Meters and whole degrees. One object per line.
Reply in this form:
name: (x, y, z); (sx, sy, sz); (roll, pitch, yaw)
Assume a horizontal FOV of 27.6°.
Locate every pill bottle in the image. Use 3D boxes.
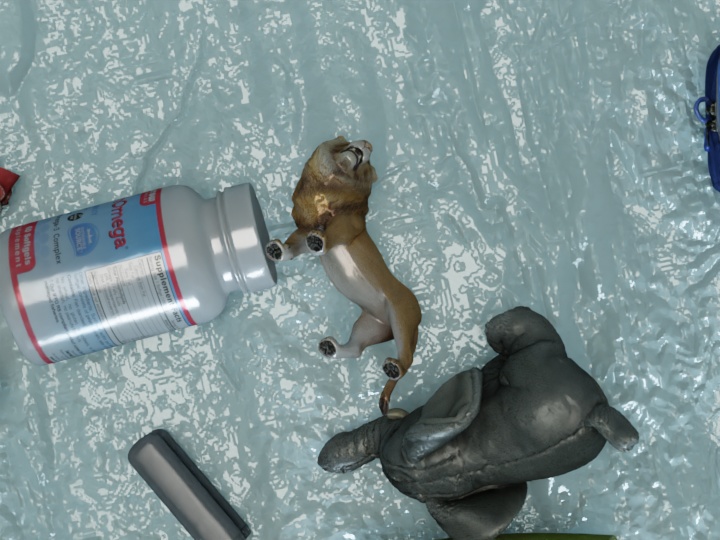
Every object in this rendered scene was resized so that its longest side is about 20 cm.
pill bottle: (-0.170, -0.003, 1.124); (0.199, 0.109, 0.109); (-15, 90, 2)

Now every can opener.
can opener: (-0.117, 0.215, 1.152); (0.066, 0.053, 0.200); (-36, 89, 3)

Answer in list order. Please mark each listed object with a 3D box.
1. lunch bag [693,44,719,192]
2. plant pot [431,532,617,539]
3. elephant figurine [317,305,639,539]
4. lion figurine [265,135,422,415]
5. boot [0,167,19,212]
lunch bag: (0.346, -0.121, 1.091); (0.199, 0.132, 0.137); (-4, 90, 2)
plant pot: (0.079, 0.275, 1.097); (0.199, 0.187, 0.188); (7, 91, 17)
elephant figurine: (0.079, 0.132, 1.095); (0.199, 0.155, 0.142); (-30, 74, -7)
lion figurine: (0.000, 0.000, 1.127); (0.072, 0.122, 0.201); (-17, 101, 31)
boot: (-0.310, -0.002, 1.151); (0.144, 0.072, 0.201); (-31, 86, 1)
